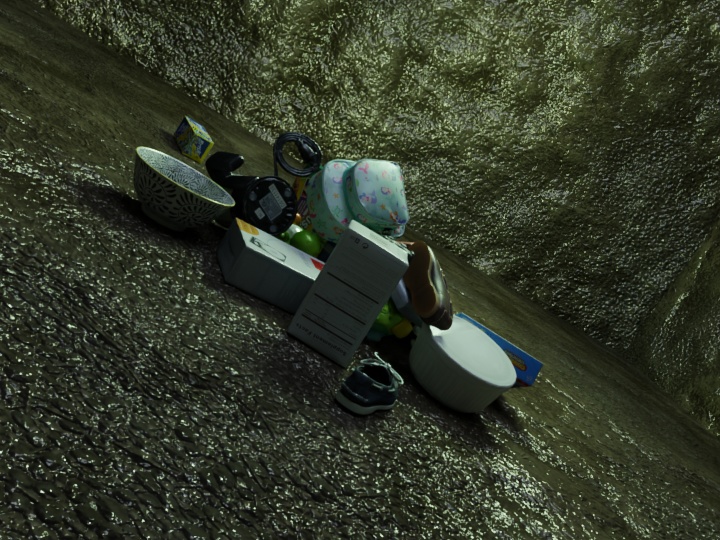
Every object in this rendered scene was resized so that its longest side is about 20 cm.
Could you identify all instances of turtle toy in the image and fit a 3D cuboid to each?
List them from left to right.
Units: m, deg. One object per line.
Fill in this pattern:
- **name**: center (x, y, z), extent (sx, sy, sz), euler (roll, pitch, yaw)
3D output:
- **turtle toy**: center (0.029, 0.068, 1.516), extent (0.146, 0.101, 0.200), euler (54, 14, -6)

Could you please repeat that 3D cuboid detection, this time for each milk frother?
- **milk frother**: center (-0.192, -0.177, 1.554), extent (0.200, 0.181, 0.188), euler (-24, 20, -28)

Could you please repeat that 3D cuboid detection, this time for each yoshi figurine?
- **yoshi figurine**: center (-0.131, -0.068, 1.586), extent (0.200, 0.112, 0.112), euler (56, -3, 46)

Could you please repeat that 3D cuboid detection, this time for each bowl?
- **bowl**: center (-0.339, -0.134, 1.407), extent (0.200, 0.094, 0.201), euler (31, 11, -7)

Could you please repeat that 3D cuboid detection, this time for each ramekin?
- **ramekin**: center (0.181, 0.175, 1.432), extent (0.202, 0.094, 0.203), euler (28, 24, -14)

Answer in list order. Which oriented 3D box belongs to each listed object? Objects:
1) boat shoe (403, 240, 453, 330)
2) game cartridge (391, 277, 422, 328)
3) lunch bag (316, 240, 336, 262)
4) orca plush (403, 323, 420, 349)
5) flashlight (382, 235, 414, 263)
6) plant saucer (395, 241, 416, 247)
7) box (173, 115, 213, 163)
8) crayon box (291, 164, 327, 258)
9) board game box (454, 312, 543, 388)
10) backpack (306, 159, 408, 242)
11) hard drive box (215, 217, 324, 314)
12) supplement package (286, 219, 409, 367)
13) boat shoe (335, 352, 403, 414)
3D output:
- **boat shoe**: center (0.126, 0.030, 1.435), extent (0.070, 0.070, 0.200), euler (37, 31, -33)
- **game cartridge**: center (0.107, 0.054, 1.521), extent (0.200, 0.041, 0.133), euler (29, 34, -59)
- **lunch bag**: center (0.000, 0.000, 1.678), extent (0.136, 0.133, 0.200), euler (40, 13, 35)
- **orca plush**: center (0.081, 0.087, 1.610), extent (0.105, 0.071, 0.201), euler (58, 11, -86)
- **flashlight**: center (0.017, 0.037, 1.371), extent (0.068, 0.200, 0.068), euler (21, 15, -47)
- **plant saucer**: center (0.115, 0.010, 1.745), extent (0.200, 0.037, 0.200), euler (5, -50, 58)
- **box**: center (-0.470, -0.370, 2.162), extent (0.064, 0.070, 0.200), euler (29, 11, -30)
- **crayon box**: center (-0.100, -0.122, 1.756), extent (0.172, 0.200, 0.058), euler (38, 13, 29)
- **board game box**: center (0.253, 0.174, 1.622), extent (0.200, 0.056, 0.196), euler (32, -15, -3)
- **backpack**: center (-0.006, -0.142, 1.582), extent (0.199, 0.178, 0.150), euler (3, -19, -30)
- **hard drive box**: center (-0.150, 0.002, 1.390), extent (0.200, 0.077, 0.156), euler (28, 12, -26)
- **supplement package**: center (-0.019, 0.035, 1.275), extent (0.117, 0.200, 0.117), euler (31, 11, -4)
- **boat shoe**: center (0.022, 0.168, 1.170), extent (0.075, 0.062, 0.200), euler (34, 10, 21)
